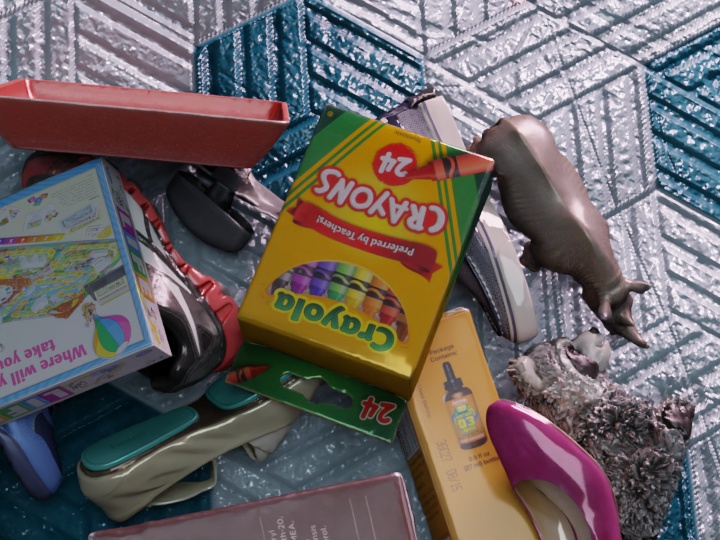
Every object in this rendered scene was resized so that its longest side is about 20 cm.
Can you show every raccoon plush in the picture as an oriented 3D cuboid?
[{"bbox_3d":[0.148,0.141,1.151,0.133,0.097,0.202,17,73,6],"label":"raccoon plush"}]

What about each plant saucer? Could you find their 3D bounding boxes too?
[{"bbox_3d":[-0.149,-0.100,1.136,0.198,0.200,0.037,6,99,-4],"label":"plant saucer"}]

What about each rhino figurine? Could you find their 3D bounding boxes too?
[{"bbox_3d":[0.146,-0.026,1.195,0.059,0.088,0.201,-31,80,-13],"label":"rhino figurine"}]

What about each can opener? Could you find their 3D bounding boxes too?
[{"bbox_3d":[-0.049,-0.015,1.197,0.199,0.053,0.067,39,105,5],"label":"can opener"}]

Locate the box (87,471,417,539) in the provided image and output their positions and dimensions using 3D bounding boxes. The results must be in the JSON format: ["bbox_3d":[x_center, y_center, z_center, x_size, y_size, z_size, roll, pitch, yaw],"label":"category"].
[{"bbox_3d":[-0.058,0.239,1.052,0.198,0.166,0.166,-10,73,-9],"label":"box"}]

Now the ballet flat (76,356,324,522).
[{"bbox_3d":[-0.098,0.112,1.145,0.199,0.070,0.070,-26,79,-11],"label":"ballet flat"}]

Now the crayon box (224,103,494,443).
[{"bbox_3d":[0.000,0.000,1.121,0.126,0.051,0.202,18,70,8],"label":"crayon box"}]

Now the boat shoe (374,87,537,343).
[{"bbox_3d":[0.050,-0.026,1.199,0.092,0.075,0.201,-22,70,-6],"label":"boat shoe"}]

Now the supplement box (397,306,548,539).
[{"bbox_3d":[0.071,0.133,1.153,0.066,0.069,0.202,-15,78,-12],"label":"supplement box"}]

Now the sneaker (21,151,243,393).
[{"bbox_3d":[-0.164,0.003,1.128,0.201,0.071,0.098,49,37,-5],"label":"sneaker"}]

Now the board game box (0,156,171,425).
[{"bbox_3d":[-0.234,0.027,1.080,0.198,0.034,0.136,-21,70,8],"label":"board game box"}]

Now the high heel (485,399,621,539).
[{"bbox_3d":[0.127,0.184,1.081,0.096,0.067,0.201,-39,99,-31],"label":"high heel"}]

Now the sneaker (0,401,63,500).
[{"bbox_3d":[-0.226,0.055,1.136,0.081,0.074,0.202,-14,77,-13],"label":"sneaker"}]
